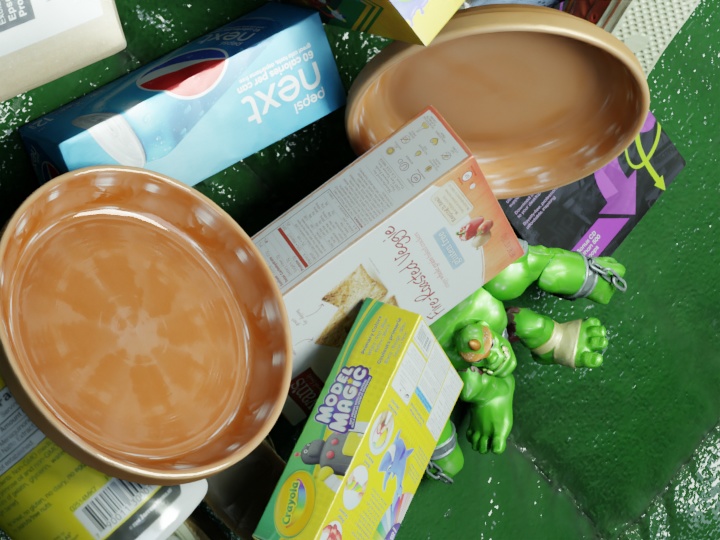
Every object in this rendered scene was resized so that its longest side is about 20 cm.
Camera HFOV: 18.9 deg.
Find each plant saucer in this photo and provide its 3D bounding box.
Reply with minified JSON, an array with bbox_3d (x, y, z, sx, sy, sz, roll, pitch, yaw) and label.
[{"bbox_3d":[-0.133,0.033,1.291,0.199,0.032,0.201,16,58,-27],"label":"plant saucer"},{"bbox_3d":[0.088,-0.113,1.417,0.199,0.200,0.038,21,52,-35],"label":"plant saucer"}]

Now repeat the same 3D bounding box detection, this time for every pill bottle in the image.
[{"bbox_3d":[-0.196,0.093,1.311,0.114,0.114,0.200,-41,94,-17],"label":"pill bottle"}]

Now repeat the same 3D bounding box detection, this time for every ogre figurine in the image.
[{"bbox_3d":[0.088,0.053,1.534,0.200,0.098,0.120,-36,133,22],"label":"ogre figurine"}]

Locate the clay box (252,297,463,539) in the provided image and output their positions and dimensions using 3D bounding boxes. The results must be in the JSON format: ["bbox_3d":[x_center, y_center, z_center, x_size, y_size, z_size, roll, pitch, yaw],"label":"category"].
[{"bbox_3d":[-0.004,0.132,1.402,0.201,0.047,0.115,-63,153,-17],"label":"clay box"}]

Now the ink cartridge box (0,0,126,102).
[{"bbox_3d":[-0.245,-0.197,1.266,0.164,0.075,0.201,-27,116,-26],"label":"ink cartridge box"}]

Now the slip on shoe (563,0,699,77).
[{"bbox_3d":[0.160,-0.155,1.466,0.074,0.061,0.200,12,133,-30],"label":"slip on shoe"}]

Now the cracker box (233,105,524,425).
[{"bbox_3d":[0.000,0.000,1.424,0.200,0.058,0.134,-36,146,-1],"label":"cracker box"}]

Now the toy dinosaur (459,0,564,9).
[{"bbox_3d":[0.127,-0.212,1.496,0.180,0.105,0.201,2,127,-27],"label":"toy dinosaur"}]

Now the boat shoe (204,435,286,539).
[{"bbox_3d":[-0.112,0.093,1.417,0.074,0.066,0.201,-35,110,-7],"label":"boat shoe"}]

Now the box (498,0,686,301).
[{"bbox_3d":[0.137,-0.096,1.562,0.143,0.036,0.200,-49,120,-14],"label":"box"}]

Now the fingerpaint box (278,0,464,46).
[{"bbox_3d":[0.040,-0.246,1.382,0.200,0.167,0.073,-51,123,-13],"label":"fingerpaint box"}]

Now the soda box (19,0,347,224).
[{"bbox_3d":[-0.111,-0.099,1.383,0.199,0.064,0.068,-30,117,-24],"label":"soda box"}]

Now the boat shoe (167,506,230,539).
[{"bbox_3d":[-0.141,0.172,1.427,0.066,0.074,0.200,-36,113,4],"label":"boat shoe"}]
